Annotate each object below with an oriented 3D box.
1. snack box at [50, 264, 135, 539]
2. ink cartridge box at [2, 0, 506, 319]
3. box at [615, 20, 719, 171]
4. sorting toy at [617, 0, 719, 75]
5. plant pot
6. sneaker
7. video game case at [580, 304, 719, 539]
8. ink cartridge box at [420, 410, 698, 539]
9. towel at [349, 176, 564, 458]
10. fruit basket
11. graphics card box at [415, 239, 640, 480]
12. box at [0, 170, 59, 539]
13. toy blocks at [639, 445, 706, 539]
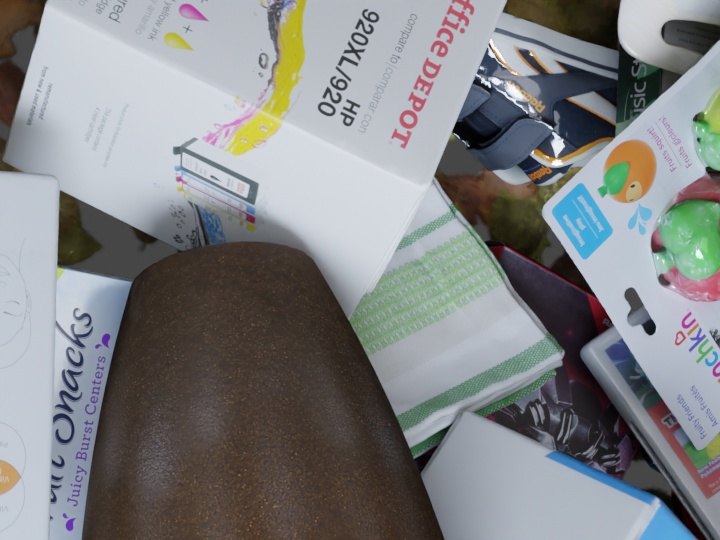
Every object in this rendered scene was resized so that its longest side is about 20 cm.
[{"bbox_3d":[-0.134,0.087,1.215,0.199,0.068,0.169,11,88,-13],"label":"snack box"},{"bbox_3d":[-0.051,-0.099,1.157,0.199,0.145,0.148,26,57,-3],"label":"ink cartridge box"},{"bbox_3d":[0.202,-0.121,1.281,0.144,0.036,0.201,8,82,-41],"label":"box"},{"bbox_3d":[0.217,-0.166,1.227,0.200,0.107,0.180,33,86,-36],"label":"sorting toy"},{"bbox_3d":[-0.052,0.096,1.096,0.186,0.187,0.201,-2,67,-14],"label":"plant pot"},{"bbox_3d":[0.080,-0.093,1.264,0.199,0.078,0.080,14,81,-16],"label":"sneaker"},{"bbox_3d":[0.247,0.064,1.245,0.200,0.023,0.183,-33,84,-15],"label":"video game case"},{"bbox_3d":[0.128,0.173,1.178,0.084,0.144,0.200,-55,130,-11],"label":"ink cartridge box"},{"bbox_3d":[0.000,0.000,1.215,0.149,0.031,0.200,-26,74,-30],"label":"towel"},{"bbox_3d":[0.207,-0.032,1.176,0.200,0.094,0.185,-45,123,-15],"label":"fruit basket"},{"bbox_3d":[0.081,0.100,1.279,0.125,0.051,0.201,29,84,-13],"label":"graphics card box"},{"bbox_3d":[-0.233,0.051,1.080,0.152,0.106,0.201,3,89,-37],"label":"box"},{"bbox_3d":[0.220,0.112,1.295,0.136,0.100,0.200,29,96,-4],"label":"toy blocks"}]
